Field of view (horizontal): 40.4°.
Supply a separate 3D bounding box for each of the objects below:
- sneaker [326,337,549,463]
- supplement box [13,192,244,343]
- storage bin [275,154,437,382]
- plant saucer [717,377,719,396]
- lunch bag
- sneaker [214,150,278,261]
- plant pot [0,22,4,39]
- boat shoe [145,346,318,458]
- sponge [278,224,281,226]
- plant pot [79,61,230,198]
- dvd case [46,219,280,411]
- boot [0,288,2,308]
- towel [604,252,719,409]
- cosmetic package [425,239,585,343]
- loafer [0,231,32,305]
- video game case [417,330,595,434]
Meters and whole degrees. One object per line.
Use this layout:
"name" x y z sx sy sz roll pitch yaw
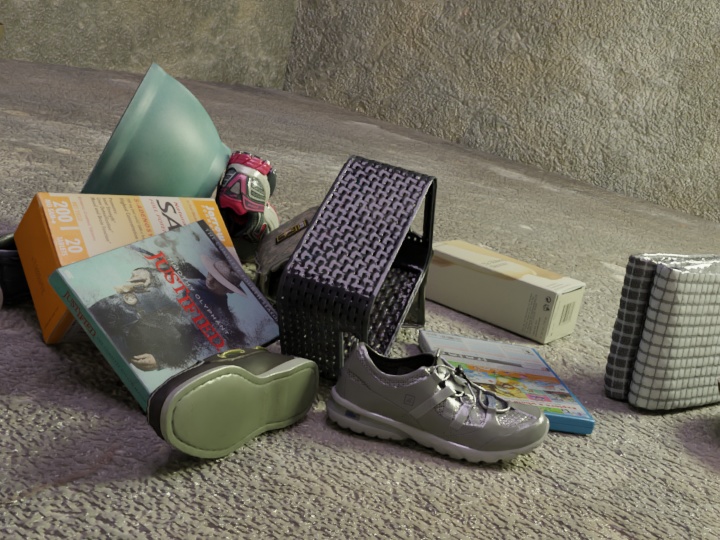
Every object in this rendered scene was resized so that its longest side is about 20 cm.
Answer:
"sneaker" 0.073 0.112 0.857 0.198 0.083 0.075 11 15 -7
"supplement box" -0.220 -0.005 0.961 0.199 0.074 0.127 -2 57 -43
"storage bin" 0.000 0.000 0.965 0.093 0.136 0.201 15 50 14
"plant saucer" 0.464 0.168 1.019 0.198 0.035 0.200 19 9 -3
"lunch bag" -0.030 -0.008 1.164 0.198 0.119 0.164 3 14 -10
"sneaker" -0.151 -0.066 1.217 0.080 0.075 0.201 19 -27 7
"plant pot" -0.967 -0.544 2.354 0.198 0.136 0.200 11 15 -3
"boat shoe" -0.108 0.101 0.784 0.060 0.072 0.201 15 7 27
"sponge" -0.039 -0.028 1.337 0.198 0.030 0.112 14 -3 12
"plant pot" -0.238 -0.126 1.168 0.133 0.201 0.200 29 10 -17
"dvd case" -0.165 0.033 0.885 0.146 0.022 0.200 51 31 8
"boot" -0.418 0.013 0.840 0.199 0.073 0.090 -1 25 -40
"towel" 0.365 0.064 1.119 0.199 0.167 0.085 -1 13 -41
"cosmetic package" 0.184 0.024 1.300 0.199 0.072 0.105 21 17 29
"loafer" -0.300 -0.031 1.010 0.068 0.071 0.200 29 39 30
"video game case" 0.147 0.115 1.038 0.142 0.018 0.200 10 15 -11
